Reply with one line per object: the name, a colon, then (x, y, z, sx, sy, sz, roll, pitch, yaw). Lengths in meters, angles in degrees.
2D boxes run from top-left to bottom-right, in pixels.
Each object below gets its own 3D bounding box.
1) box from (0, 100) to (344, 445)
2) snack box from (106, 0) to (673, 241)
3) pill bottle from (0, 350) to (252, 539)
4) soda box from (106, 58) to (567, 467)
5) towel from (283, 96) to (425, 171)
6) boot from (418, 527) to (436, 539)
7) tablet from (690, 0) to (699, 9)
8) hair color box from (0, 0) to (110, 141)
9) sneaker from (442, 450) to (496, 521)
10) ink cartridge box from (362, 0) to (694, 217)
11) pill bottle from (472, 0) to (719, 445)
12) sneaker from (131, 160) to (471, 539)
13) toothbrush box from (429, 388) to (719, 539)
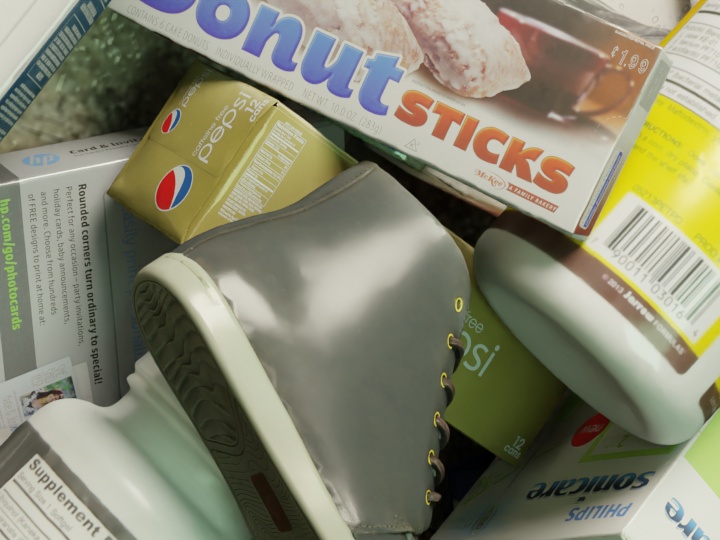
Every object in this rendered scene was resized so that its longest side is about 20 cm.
box: (-0.099, 0.024, 0.859, 0.199, 0.041, 0.156, -13, 115, -25)
snack box: (0.008, -0.085, 0.774, 0.072, 0.200, 0.024, -64, 161, 3)
pill bottle: (-0.110, 0.118, 0.799, 0.200, 0.111, 0.111, -44, 124, -8)
soda box: (0.000, 0.000, 0.842, 0.200, 0.068, 0.064, 36, 87, -38)
towel: (0.010, -0.157, 0.827, 0.146, 0.022, 0.200, 28, 93, -5)
boot: (-0.069, 0.151, 0.916, 0.200, 0.077, 0.155, -43, 120, -1)
tablet: (0.184, -0.124, 0.882, 0.130, 0.014, 0.200, -29, 126, -23)
hair color box: (-0.177, -0.063, 0.744, 0.100, 0.061, 0.200, 38, 87, -1)
sneaker: (0.060, 0.128, 0.983, 0.088, 0.075, 0.200, 36, 80, -27)
ink cartridge box: (0.109, -0.108, 0.899, 0.145, 0.085, 0.200, 23, 98, -40)
pill bottle: (0.143, -0.039, 0.810, 0.200, 0.109, 0.109, -46, 124, -9)
sneaker: (0.013, 0.064, 0.752, 0.106, 0.075, 0.200, -30, 97, -25)
toothbrush box: (0.143, 0.071, 0.896, 0.086, 0.146, 0.200, 48, 63, -14)
